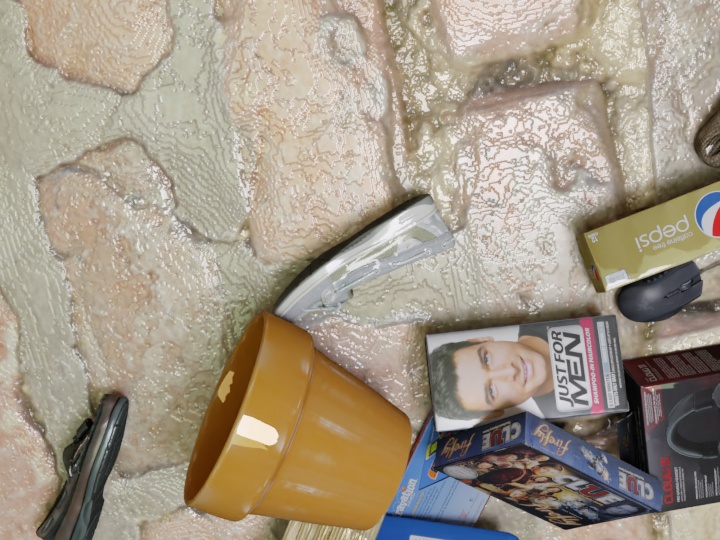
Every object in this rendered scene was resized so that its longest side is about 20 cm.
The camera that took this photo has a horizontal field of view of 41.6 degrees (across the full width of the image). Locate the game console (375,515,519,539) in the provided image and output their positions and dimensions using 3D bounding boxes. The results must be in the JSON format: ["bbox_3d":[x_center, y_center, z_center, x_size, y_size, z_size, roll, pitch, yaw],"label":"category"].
[{"bbox_3d":[0.073,0.377,1.050,0.197,0.119,0.173,5,63,10],"label":"game console"}]

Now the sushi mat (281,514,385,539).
[{"bbox_3d":[-0.028,0.274,1.021,0.095,0.012,0.202,22,75,3],"label":"sushi mat"}]

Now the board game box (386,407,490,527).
[{"bbox_3d":[0.100,0.227,1.058,0.102,0.019,0.202,23,104,-7],"label":"board game box"}]

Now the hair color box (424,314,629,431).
[{"bbox_3d":[0.169,0.108,0.989,0.197,0.061,0.101,-6,82,2],"label":"hair color box"}]

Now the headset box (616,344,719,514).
[{"bbox_3d":[0.371,0.164,1.015,0.197,0.077,0.151,-10,105,0],"label":"headset box"}]

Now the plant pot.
[{"bbox_3d":[-0.055,0.169,0.954,0.181,0.200,0.202,24,104,-14],"label":"plant pot"}]

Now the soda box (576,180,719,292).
[{"bbox_3d":[0.324,-0.042,0.956,0.197,0.068,0.065,-21,86,5],"label":"soda box"}]

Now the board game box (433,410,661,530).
[{"bbox_3d":[0.193,0.211,0.978,0.198,0.035,0.135,29,144,-25],"label":"board game box"}]

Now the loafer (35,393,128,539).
[{"bbox_3d":[-0.305,0.221,1.028,0.062,0.072,0.202,19,106,0],"label":"loafer"}]

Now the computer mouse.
[{"bbox_3d":[0.365,0.005,0.993,0.198,0.034,0.059,-24,103,5],"label":"computer mouse"}]

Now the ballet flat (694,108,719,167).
[{"bbox_3d":[0.404,-0.188,0.934,0.067,0.046,0.201,33,102,-10],"label":"ballet flat"}]

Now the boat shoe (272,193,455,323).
[{"bbox_3d":[0.001,-0.001,0.969,0.201,0.074,0.065,-34,99,1],"label":"boat shoe"}]
